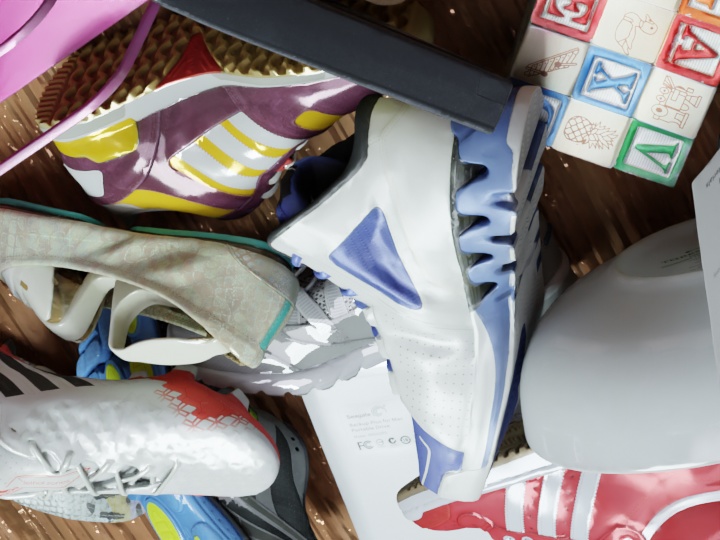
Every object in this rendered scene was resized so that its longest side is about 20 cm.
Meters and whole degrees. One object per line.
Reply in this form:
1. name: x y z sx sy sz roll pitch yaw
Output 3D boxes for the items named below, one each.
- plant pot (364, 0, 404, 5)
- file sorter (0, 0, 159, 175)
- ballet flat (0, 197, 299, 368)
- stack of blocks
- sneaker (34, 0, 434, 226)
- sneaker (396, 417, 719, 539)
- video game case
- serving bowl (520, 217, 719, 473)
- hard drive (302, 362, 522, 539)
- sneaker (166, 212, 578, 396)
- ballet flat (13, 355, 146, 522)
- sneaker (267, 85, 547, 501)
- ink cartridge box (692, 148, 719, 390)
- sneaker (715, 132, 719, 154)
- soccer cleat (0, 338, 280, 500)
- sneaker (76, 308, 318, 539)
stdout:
1. plant pot: -0.066 -0.212 1.052 0.199 0.187 0.187 12 130 22
2. file sorter: -0.196 -0.144 1.155 0.139 0.126 0.200 -30 115 31
3. ballet flat: -0.118 0.007 1.251 0.199 0.063 0.067 8 160 37
4. stack of blocks: 0.140 -0.134 1.122 0.114 0.059 0.201 19 129 -1
5. sneaker: -0.046 -0.074 1.215 0.199 0.075 0.090 -10 133 28
6. sneaker: 0.113 0.120 1.257 0.199 0.071 0.113 -21 99 37
7. video game case: -0.063 -0.116 1.057 0.199 0.180 0.026 17 99 -48
8. serving bowl: 0.158 0.018 1.159 0.199 0.200 0.066 -11 106 22
9. hard drive: 0.054 0.105 1.350 0.131 0.026 0.201 -8 125 19
10. sneaker: 0.000 0.000 1.264 0.199 0.075 0.082 -14 115 11
11. ballet flat: -0.188 0.067 1.348 0.199 0.072 0.072 26 129 -5
12. sneaker: 0.019 -0.003 1.181 0.114 0.081 0.200 11 127 13
13. ink cartridge box: 0.216 0.037 1.017 0.146 0.201 0.083 11 142 -19
14. sneaker: 0.247 -0.072 1.093 0.199 0.073 0.112 -10 147 -5
15. soccer cleat: -0.137 0.080 1.256 0.199 0.085 0.069 15 131 12
16. sneaker: -0.076 0.089 1.346 0.071 0.083 0.200 -14 110 48
